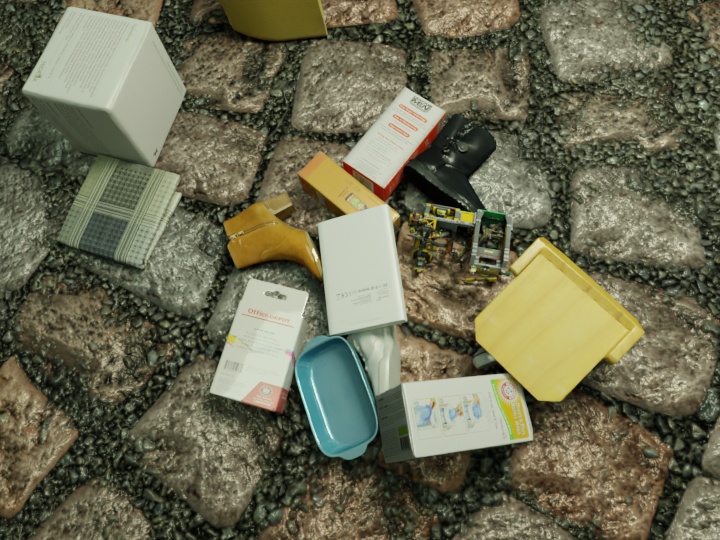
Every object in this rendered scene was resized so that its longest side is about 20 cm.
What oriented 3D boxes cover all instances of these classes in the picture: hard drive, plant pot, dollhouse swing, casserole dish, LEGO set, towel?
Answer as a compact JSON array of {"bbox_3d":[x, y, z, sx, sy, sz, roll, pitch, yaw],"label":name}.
[{"bbox_3d":[0.000,0.000,0.938,0.131,0.027,0.201,-14,71,18],"label":"hard drive"},{"bbox_3d":[-0.194,-0.599,1.146,0.198,0.194,0.197,-12,70,4],"label":"plant pot"},{"bbox_3d":[0.300,0.080,0.884,0.200,0.182,0.176,44,107,14],"label":"dollhouse swing"},{"bbox_3d":[-0.034,0.202,0.907,0.121,0.039,0.201,-30,68,22],"label":"casserole dish"},{"bbox_3d":[0.166,-0.023,0.936,0.199,0.154,0.116,16,54,1],"label":"LEGO set"},{"bbox_3d":[-0.455,-0.116,1.069,0.191,0.035,0.201,15,74,11],"label":"towel"}]

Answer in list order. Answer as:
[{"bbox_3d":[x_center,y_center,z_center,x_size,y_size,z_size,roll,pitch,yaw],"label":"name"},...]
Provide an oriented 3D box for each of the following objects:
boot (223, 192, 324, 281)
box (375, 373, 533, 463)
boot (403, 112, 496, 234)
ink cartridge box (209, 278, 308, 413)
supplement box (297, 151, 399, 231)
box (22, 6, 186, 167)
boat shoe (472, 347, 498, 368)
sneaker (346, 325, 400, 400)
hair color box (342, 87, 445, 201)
[{"bbox_3d":[-0.157,-0.034,1.008,0.143,0.071,0.202,-30,69,-1],"label":"boot"},{"bbox_3d":[0.138,0.220,0.840,0.199,0.113,0.102,-1,69,-21],"label":"box"},{"bbox_3d":[0.201,-0.182,1.031,0.200,0.076,0.168,43,75,11],"label":"boot"},{"bbox_3d":[-0.161,0.126,0.944,0.116,0.068,0.201,14,73,7],"label":"ink cartridge box"},{"bbox_3d":[-0.021,-0.128,1.030,0.200,0.069,0.067,41,78,17],"label":"supplement box"},{"bbox_3d":[-0.468,-0.339,1.055,0.170,0.199,0.201,14,71,7],"label":"box"},{"bbox_3d":[0.266,0.092,0.931,0.201,0.075,0.087,-22,72,-8],"label":"boat shoe"},{"bbox_3d":[0.017,0.129,0.942,0.088,0.075,0.201,-9,65,14],"label":"sneaker"},{"bbox_3d":[0.065,-0.241,1.068,0.101,0.061,0.200,36,77,14],"label":"hair color box"}]
